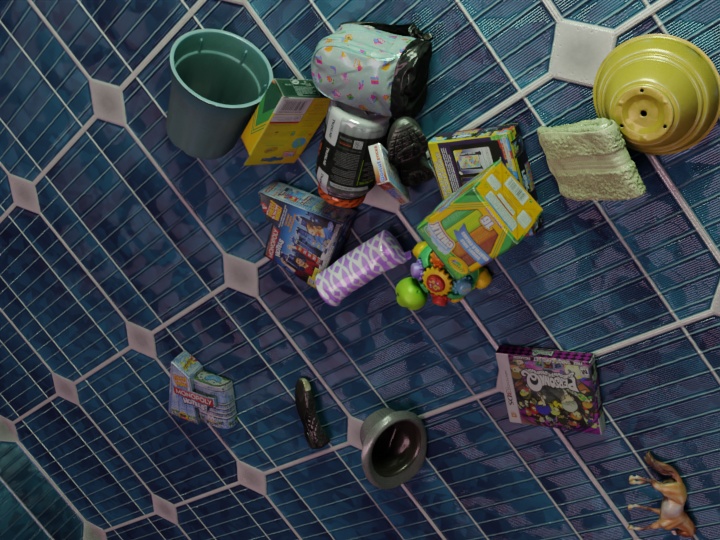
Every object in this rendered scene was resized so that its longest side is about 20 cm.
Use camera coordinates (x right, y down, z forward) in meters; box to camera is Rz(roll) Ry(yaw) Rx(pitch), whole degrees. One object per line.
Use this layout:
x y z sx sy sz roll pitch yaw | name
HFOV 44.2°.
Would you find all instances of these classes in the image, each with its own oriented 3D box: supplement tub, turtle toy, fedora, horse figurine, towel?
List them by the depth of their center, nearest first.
0.373 -0.177 1.456 0.148 0.036 0.200 60 161 -17 | towel
-0.017 -0.226 1.679 0.123 0.123 0.200 29 131 15 | supplement tub
0.151 0.013 1.741 0.146 0.101 0.200 51 133 -5 | turtle toy
0.604 0.459 1.770 0.132 0.050 0.200 2 115 19 | horse figurine
0.062 0.395 2.046 0.090 0.177 0.200 37 151 50 | fedora

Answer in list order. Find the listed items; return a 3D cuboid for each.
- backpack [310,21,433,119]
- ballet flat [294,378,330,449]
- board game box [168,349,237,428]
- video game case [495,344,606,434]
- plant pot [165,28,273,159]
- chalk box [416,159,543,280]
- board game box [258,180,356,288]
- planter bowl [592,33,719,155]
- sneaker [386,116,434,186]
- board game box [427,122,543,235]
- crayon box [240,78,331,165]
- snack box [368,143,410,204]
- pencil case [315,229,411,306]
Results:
0.016 -0.358 1.561 0.200 0.127 0.167 23 130 17 | backpack
-0.122 0.352 2.204 0.066 0.057 0.200 25 132 55 | ballet flat
-0.434 0.320 2.373 0.200 0.062 0.200 15 128 25 | board game box
0.382 0.239 1.784 0.200 0.036 0.181 3 122 32 | video game case
-0.295 -0.337 1.758 0.200 0.200 0.196 40 142 4 | plant pot
0.194 -0.077 1.560 0.125 0.124 0.200 49 134 -4 | chalk box
-0.130 -0.090 1.879 0.200 0.062 0.200 33 133 11 | board game box
0.447 -0.255 1.372 0.200 0.083 0.200 18 129 23 | planter bowl
0.080 -0.226 1.590 0.076 0.091 0.200 -17 158 2 | sneaker
0.227 -0.157 1.607 0.165 0.057 0.200 0 120 36 | board game box
-0.147 -0.285 1.720 0.200 0.127 0.051 -50 58 43 | crayon box
0.056 -0.173 1.616 0.024 0.200 0.072 -14 81 12 | snack box
0.000 0.000 1.809 0.200 0.084 0.085 -33 124 22 | pencil case
